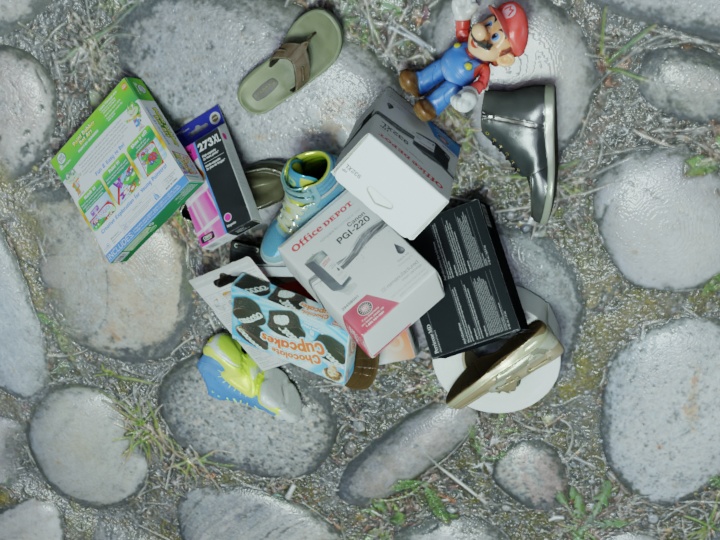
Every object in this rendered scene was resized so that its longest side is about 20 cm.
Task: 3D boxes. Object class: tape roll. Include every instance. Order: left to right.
[{"bbox_3d":[0.214,0.121,1.662,0.201,0.071,0.203,4,117,8],"label":"tape roll"}]

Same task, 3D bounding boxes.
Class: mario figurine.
[{"bbox_3d":[0.138,-0.295,1.443,0.200,0.106,0.124,-37,104,26],"label":"mario figurine"}]

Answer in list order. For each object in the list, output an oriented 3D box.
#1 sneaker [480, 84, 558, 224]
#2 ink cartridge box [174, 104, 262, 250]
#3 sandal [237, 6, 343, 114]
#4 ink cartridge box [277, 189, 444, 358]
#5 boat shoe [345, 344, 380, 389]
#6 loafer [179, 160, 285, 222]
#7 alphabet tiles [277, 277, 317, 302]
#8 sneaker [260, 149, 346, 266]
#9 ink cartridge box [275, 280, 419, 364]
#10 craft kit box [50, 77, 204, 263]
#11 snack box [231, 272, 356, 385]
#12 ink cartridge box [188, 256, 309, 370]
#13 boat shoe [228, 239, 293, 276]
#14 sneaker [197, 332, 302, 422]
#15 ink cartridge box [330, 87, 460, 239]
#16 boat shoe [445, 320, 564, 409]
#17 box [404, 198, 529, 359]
[{"bbox_3d":[0.227,-0.165,1.518,0.106,0.075,0.201,1,108,15],"label":"sneaker"},{"bbox_3d":[-0.221,-0.140,1.567,0.094,0.037,0.201,-27,73,21],"label":"ink cartridge box"},{"bbox_3d":[-0.099,-0.288,1.514,0.080,0.057,0.201,42,116,-12],"label":"sandal"},{"bbox_3d":[0.000,0.000,1.518,0.146,0.200,0.085,-41,150,-9],"label":"ink cartridge box"},{"bbox_3d":[-0.003,0.096,1.632,0.073,0.063,0.201,7,125,8],"label":"boat shoe"},{"bbox_3d":[-0.189,-0.109,1.615,0.199,0.070,0.075,-16,113,18],"label":"loafer"},{"bbox_3d":[-0.034,0.017,1.684,0.199,0.015,0.196,31,118,-6],"label":"alphabet tiles"},{"bbox_3d":[-0.098,-0.098,1.547,0.080,0.130,0.200,42,97,24],"label":"sneaker"},{"bbox_3d":[-0.024,0.079,1.678,0.199,0.050,0.163,-14,113,13],"label":"ink cartridge box"},{"bbox_3d":[-0.353,-0.148,1.590,0.200,0.048,0.198,-40,77,26],"label":"craft kit box"},{"bbox_3d":[-0.101,0.089,1.603,0.199,0.037,0.117,21,135,16],"label":"snack box"},{"bbox_3d":[-0.154,0.060,1.675,0.161,0.050,0.200,-20,114,42],"label":"ink cartridge box"},{"bbox_3d":[-0.112,-0.022,1.632,0.199,0.069,0.057,-1,98,16],"label":"boat shoe"},{"bbox_3d":[-0.191,0.193,1.779,0.200,0.076,0.105,45,128,-6],"label":"sneaker"},{"bbox_3d":[0.054,-0.153,1.475,0.145,0.200,0.084,39,117,-11],"label":"ink cartridge box"},{"bbox_3d":[0.216,0.157,1.602,0.200,0.072,0.065,-40,104,20],"label":"boat shoe"},{"bbox_3d":[0.148,0.015,1.565,0.141,0.079,0.201,-19,80,17],"label":"box"}]
